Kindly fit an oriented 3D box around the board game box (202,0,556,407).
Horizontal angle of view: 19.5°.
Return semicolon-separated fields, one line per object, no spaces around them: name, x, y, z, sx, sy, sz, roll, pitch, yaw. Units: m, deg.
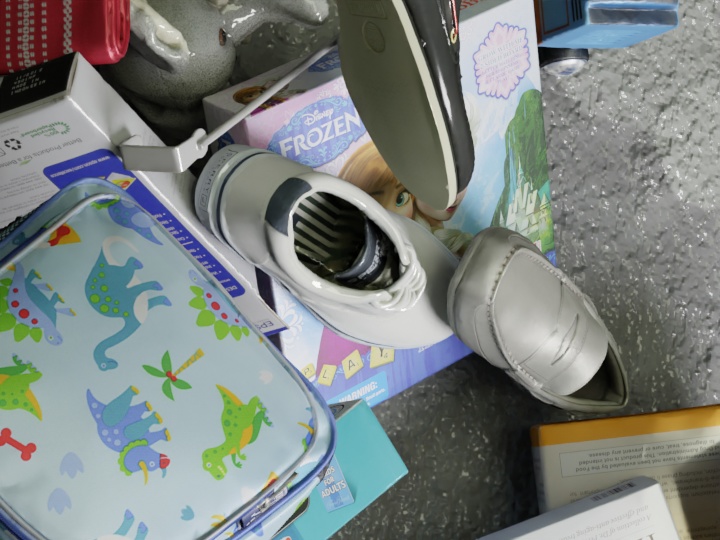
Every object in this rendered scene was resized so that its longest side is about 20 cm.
board game box;0.018;-0.033;1.142;0.199;0.041;0.201;-28;124;-30

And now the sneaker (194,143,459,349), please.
sneaker;0.000;0.000;1.061;0.200;0.071;0.073;25;92;-47

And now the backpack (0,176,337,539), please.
backpack;-0.129;0.076;0.879;0.183;0.147;0.200;47;65;2

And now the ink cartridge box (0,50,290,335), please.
ink cartridge box;-0.123;-0.025;1.044;0.200;0.094;0.037;50;36;-41

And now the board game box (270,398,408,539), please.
board game box;-0.093;0.142;1.036;0.200;0.151;0.047;-37;100;-29

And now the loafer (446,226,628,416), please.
loafer;0.101;0.031;1.136;0.070;0.070;0.200;-62;153;-6

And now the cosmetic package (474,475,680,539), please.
cosmetic package;0.094;0.218;1.136;0.199;0.052;0.152;-21;91;-2

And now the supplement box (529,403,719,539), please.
supplement box;0.171;0.182;1.203;0.125;0.074;0.201;-6;85;-1

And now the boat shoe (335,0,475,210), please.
boat shoe;0.022;-0.120;0.965;0.063;0.074;0.202;-35;124;-25

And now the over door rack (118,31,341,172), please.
over door rack;-0.040;-0.147;0.991;0.200;0.066;0.149;-34;123;-41

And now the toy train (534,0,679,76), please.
toy train;0.125;-0.219;1.238;0.086;0.114;0.201;-1;84;-31

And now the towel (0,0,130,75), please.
towel;-0.201;-0.161;1.017;0.022;0.199;0.146;21;66;-68

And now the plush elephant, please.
plush elephant;-0.091;-0.157;1.082;0.199;0.165;0.156;-27;84;-3
